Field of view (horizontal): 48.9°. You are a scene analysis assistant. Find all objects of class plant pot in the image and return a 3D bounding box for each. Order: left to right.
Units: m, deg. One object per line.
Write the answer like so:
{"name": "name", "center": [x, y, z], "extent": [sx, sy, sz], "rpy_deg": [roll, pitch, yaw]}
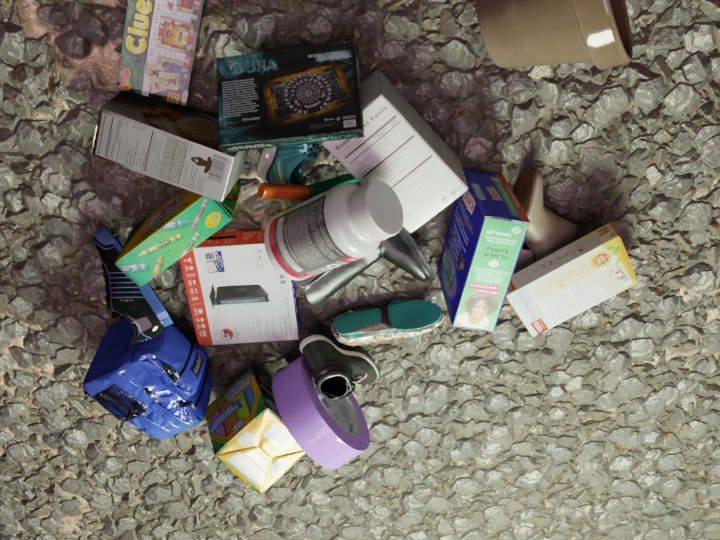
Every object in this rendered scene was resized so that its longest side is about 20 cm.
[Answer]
{"name": "plant pot", "center": [0.253, -0.353, 1.058], "extent": [0.174, 0.200, 0.200], "rpy_deg": [-11, 123, 26]}

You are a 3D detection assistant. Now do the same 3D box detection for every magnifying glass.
{"name": "magnifying glass", "center": [-0.066, -0.120, 1.222], "extent": [0.200, 0.022, 0.080], "rpy_deg": [-3, 141, -37]}

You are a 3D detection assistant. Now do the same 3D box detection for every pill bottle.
{"name": "pill bottle", "center": [-0.038, -0.062, 1.160], "extent": [0.200, 0.111, 0.111], "rpy_deg": [-20, 123, 39]}

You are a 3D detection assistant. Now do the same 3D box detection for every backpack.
{"name": "backpack", "center": [-0.348, 0.193, 1.373], "extent": [0.168, 0.163, 0.200], "rpy_deg": [-22, 124, 28]}

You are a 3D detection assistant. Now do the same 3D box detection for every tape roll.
{"name": "tape roll", "center": [-0.068, 0.246, 1.394], "extent": [0.066, 0.200, 0.200], "rpy_deg": [-36, 116, 14]}

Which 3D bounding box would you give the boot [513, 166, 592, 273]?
{"name": "boot", "center": [0.312, -0.067, 1.295], "extent": [0.146, 0.070, 0.200], "rpy_deg": [7, 122, -12]}

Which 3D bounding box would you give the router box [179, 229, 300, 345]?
{"name": "router box", "center": [-0.203, 0.030, 1.351], "extent": [0.179, 0.049, 0.200], "rpy_deg": [-4, 121, 2]}

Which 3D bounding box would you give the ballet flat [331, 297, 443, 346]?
{"name": "ballet flat", "center": [0.048, 0.093, 1.393], "extent": [0.200, 0.076, 0.064], "rpy_deg": [-6, 152, 8]}

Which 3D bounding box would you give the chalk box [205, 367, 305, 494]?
{"name": "chalk box", "center": [-0.190, 0.271, 1.412], "extent": [0.124, 0.200, 0.125], "rpy_deg": [-42, 116, 0]}

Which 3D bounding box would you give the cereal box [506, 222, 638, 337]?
{"name": "cereal box", "center": [0.343, 0.019, 1.298], "extent": [0.200, 0.040, 0.144], "rpy_deg": [-28, 137, 11]}

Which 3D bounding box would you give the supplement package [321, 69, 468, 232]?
{"name": "supplement package", "center": [0.051, -0.178, 1.187], "extent": [0.117, 0.117, 0.200], "rpy_deg": [-37, 115, 20]}

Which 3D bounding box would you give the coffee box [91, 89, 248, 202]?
{"name": "coffee box", "center": [-0.273, -0.188, 1.165], "extent": [0.200, 0.114, 0.080], "rpy_deg": [20, 119, -2]}

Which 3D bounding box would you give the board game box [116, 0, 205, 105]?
{"name": "board game box", "center": [-0.282, -0.344, 1.128], "extent": [0.105, 0.023, 0.200], "rpy_deg": [13, 115, -6]}

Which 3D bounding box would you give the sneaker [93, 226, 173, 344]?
{"name": "sneaker", "center": [-0.390, 0.025, 1.290], "extent": [0.078, 0.070, 0.200], "rpy_deg": [-34, 87, -11]}

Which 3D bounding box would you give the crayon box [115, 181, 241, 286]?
{"name": "crayon box", "center": [-0.284, -0.074, 1.247], "extent": [0.200, 0.119, 0.058], "rpy_deg": [-33, 116, 18]}

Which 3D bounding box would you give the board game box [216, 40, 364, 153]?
{"name": "board game box", "center": [-0.098, -0.240, 1.094], "extent": [0.200, 0.028, 0.135], "rpy_deg": [-5, 78, 6]}

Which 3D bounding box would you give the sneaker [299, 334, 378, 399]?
{"name": "sneaker", "center": [-0.027, 0.191, 1.395], "extent": [0.071, 0.099, 0.200], "rpy_deg": [-36, 139, 18]}

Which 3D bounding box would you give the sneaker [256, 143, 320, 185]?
{"name": "sneaker", "center": [-0.091, -0.203, 1.186], "extent": [0.080, 0.078, 0.200], "rpy_deg": [33, 130, 16]}

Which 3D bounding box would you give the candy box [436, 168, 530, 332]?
{"name": "candy box", "center": [0.187, -0.034, 1.247], "extent": [0.077, 0.169, 0.200], "rpy_deg": [5, 121, -8]}

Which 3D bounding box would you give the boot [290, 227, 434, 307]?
{"name": "boot", "center": [-0.001, -0.001, 1.299], "extent": [0.200, 0.066, 0.165], "rpy_deg": [-36, 104, 0]}
